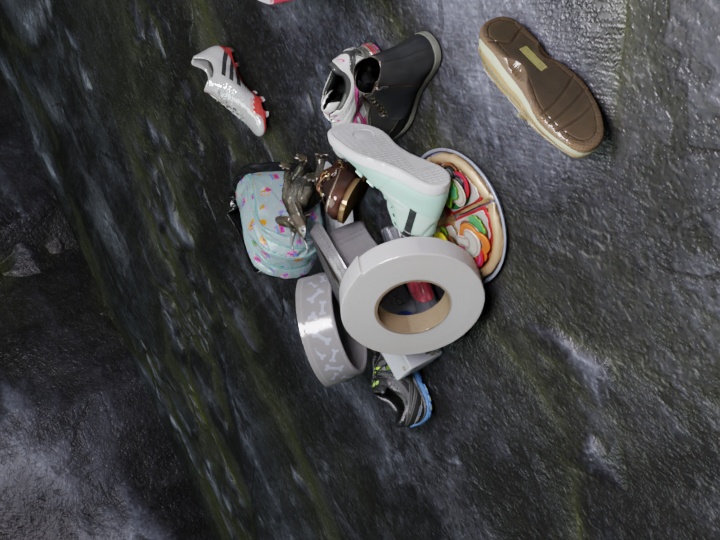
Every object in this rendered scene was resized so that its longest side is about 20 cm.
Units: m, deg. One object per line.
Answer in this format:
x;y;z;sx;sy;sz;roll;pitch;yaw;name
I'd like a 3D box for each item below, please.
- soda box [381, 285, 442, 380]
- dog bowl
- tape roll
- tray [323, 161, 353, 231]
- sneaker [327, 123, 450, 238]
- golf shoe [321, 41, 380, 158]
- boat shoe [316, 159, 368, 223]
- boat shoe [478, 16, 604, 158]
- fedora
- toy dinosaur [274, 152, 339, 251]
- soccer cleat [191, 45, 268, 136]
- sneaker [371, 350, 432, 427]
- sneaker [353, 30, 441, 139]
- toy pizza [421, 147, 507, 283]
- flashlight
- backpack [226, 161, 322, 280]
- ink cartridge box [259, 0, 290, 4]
0.047;0.071;1.381;0.201;0.068;0.064;60;150;13;soda box
-0.044;0.095;1.429;0.200;0.058;0.201;-16;-90;-76;dog bowl
0.070;0.038;1.167;0.037;0.201;0.204;-98;12;-45;tape roll
-0.038;-0.076;1.445;0.107;0.022;0.201;-131;31;-56;tray
0.029;-0.119;1.182;0.200;0.074;0.119;34;140;25;sneaker
-0.027;-0.244;1.263;0.073;0.092;0.201;48;147;29;golf shoe
-0.032;-0.122;1.260;0.070;0.200;0.071;23;107;1;boat shoe
0.200;-0.195;0.955;0.201;0.071;0.076;61;166;26;boat shoe
0.000;0.000;1.278;0.177;0.090;0.201;56;171;44;fedora
-0.090;-0.128;1.343;0.076;0.200;0.103;16;126;4;toy dinosaur
-0.240;-0.326;1.565;0.201;0.085;0.069;61;150;12;soccer cleat
0.049;0.171;1.431;0.201;0.082;0.071;65;152;12;sneaker
0.025;-0.241;1.161;0.075;0.106;0.200;56;149;18;sneaker
0.127;-0.071;1.187;0.200;0.032;0.201;38;140;41;toy pizza
0.091;0.022;1.280;0.067;0.068;0.201;-21;91;35;flashlight
-0.135;-0.086;1.425;0.127;0.166;0.201;105;159;-51;backpack
-0.067;-0.441;1.081;0.145;0.199;0.146;37;139;46;ink cartridge box
